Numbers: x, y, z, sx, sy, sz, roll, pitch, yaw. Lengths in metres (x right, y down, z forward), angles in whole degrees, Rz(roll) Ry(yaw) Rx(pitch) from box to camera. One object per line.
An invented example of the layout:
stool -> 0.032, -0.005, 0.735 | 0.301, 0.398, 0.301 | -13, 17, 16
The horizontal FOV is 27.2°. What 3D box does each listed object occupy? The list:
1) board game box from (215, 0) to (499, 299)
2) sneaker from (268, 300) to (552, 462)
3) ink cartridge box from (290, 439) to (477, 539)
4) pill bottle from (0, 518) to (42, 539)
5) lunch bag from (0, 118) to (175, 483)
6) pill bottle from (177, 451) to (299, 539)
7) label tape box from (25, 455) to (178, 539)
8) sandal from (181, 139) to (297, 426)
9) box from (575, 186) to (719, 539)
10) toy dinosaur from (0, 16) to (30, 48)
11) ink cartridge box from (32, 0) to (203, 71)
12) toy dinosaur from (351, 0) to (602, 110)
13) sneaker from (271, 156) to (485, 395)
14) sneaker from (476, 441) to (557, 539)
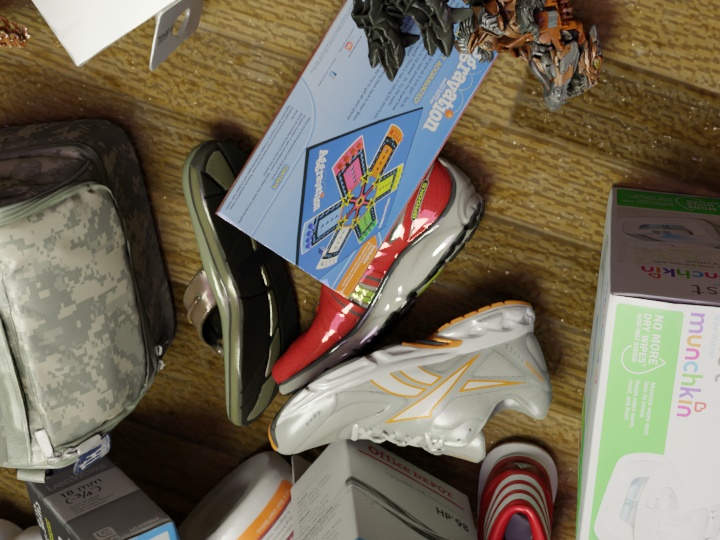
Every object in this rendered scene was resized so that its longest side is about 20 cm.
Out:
board game box -> 0.002, -0.094, 0.949 | 0.102, 0.019, 0.201 | 32, 92, -3
sneaker -> 0.039, 0.092, 0.985 | 0.198, 0.076, 0.093 | -21, 81, -9
ink cartridge box -> 0.018, 0.185, 1.001 | 0.115, 0.201, 0.067 | 31, 112, -21
pill bottle -> -0.312, 0.255, 1.151 | 0.198, 0.112, 0.113 | -15, 110, 16
lunch bag -> -0.215, 0.017, 0.998 | 0.138, 0.168, 0.202 | -4, 113, 13
pill bottle -> -0.037, 0.241, 1.091 | 0.114, 0.114, 0.200 | -38, 101, 23
label tape box -> -0.181, 0.209, 1.054 | 0.063, 0.200, 0.146 | -22, 115, -24
sandal -> -0.092, 0.008, 1.030 | 0.057, 0.080, 0.203 | 0, 108, 31
box -> 0.193, 0.075, 0.941 | 0.096, 0.177, 0.202 | 6, 115, 8
toy dinosaur -> -0.309, -0.202, 0.977 | 0.198, 0.103, 0.136 | 11, 139, -9
ink cartridge box -> -0.147, -0.231, 0.900 | 0.124, 0.129, 0.201 | -28, 106, 20
toy dinosaur -> 0.065, -0.183, 0.898 | 0.135, 0.102, 0.200 | -35, 78, -19
sneaker -> 0.000, 0.000, 1.014 | 0.085, 0.077, 0.200 | 44, 109, 9
sneaker -> 0.101, 0.234, 1.060 | 0.077, 0.116, 0.202 | 1, 113, 10
